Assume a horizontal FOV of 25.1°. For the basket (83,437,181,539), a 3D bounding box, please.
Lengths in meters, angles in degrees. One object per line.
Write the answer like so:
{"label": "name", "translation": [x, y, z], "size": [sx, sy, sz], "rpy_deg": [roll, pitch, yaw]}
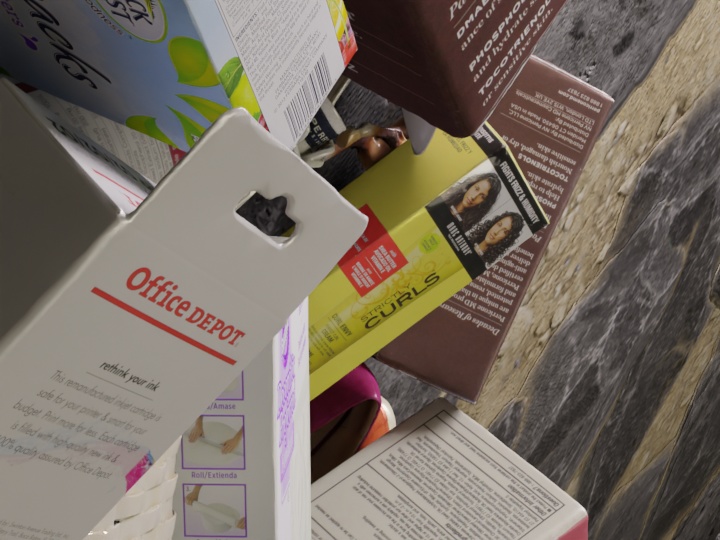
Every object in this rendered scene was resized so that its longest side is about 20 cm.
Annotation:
{"label": "basket", "translation": [-0.163, 0.123, 0.655], "size": [0.139, 0.175, 0.202], "rpy_deg": [-18, 120, -69]}

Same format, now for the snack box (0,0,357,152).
{"label": "snack box", "translation": [-0.101, -0.126, 0.475], "size": [0.068, 0.168, 0.200], "rpy_deg": [-59, 158, -18]}

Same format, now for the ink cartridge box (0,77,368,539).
{"label": "ink cartridge box", "translation": [-0.102, 0.022, 0.498], "size": [0.200, 0.068, 0.115], "rpy_deg": [-46, 154, 3]}

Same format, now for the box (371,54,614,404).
{"label": "box", "translation": [0.074, -0.026, 0.983], "size": [0.201, 0.074, 0.100], "rpy_deg": [-63, -175, -2]}

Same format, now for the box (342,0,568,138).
{"label": "box", "translation": [0.005, -0.190, 0.613], "size": [0.165, 0.165, 0.200], "rpy_deg": [-54, 155, -9]}

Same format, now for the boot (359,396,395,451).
{"label": "boot", "translation": [-0.031, 0.174, 1.085], "size": [0.107, 0.075, 0.202], "rpy_deg": [-21, 136, -61]}

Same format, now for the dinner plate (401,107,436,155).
{"label": "dinner plate", "translation": [0.042, -0.158, 0.800], "size": [0.200, 0.024, 0.202], "rpy_deg": [-168, -90, -86]}

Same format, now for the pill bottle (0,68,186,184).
{"label": "pill bottle", "translation": [-0.145, -0.021, 0.588], "size": [0.199, 0.109, 0.110], "rpy_deg": [-29, 143, -47]}

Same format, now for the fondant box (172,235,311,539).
{"label": "fondant box", "translation": [-0.057, 0.097, 0.764], "size": [0.144, 0.058, 0.202], "rpy_deg": [-76, 165, -75]}

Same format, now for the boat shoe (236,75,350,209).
{"label": "boat shoe", "translation": [-0.041, -0.079, 0.770], "size": [0.201, 0.070, 0.071], "rpy_deg": [-55, 156, -10]}

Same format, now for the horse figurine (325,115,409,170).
{"label": "horse figurine", "translation": [0.003, -0.039, 0.928], "size": [0.132, 0.050, 0.201], "rpy_deg": [-11, 131, -49]}

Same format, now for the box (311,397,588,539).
{"label": "box", "translation": [0.018, 0.189, 0.920], "size": [0.199, 0.128, 0.110], "rpy_deg": [-32, 137, -26]}

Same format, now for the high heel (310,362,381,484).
{"label": "high heel", "translation": [-0.049, 0.139, 0.964], "size": [0.067, 0.096, 0.202], "rpy_deg": [13, 101, -29]}

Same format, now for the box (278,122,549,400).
{"label": "box", "translation": [0.000, 0.000, 0.868], "size": [0.199, 0.050, 0.075], "rpy_deg": [-35, 136, 0]}
